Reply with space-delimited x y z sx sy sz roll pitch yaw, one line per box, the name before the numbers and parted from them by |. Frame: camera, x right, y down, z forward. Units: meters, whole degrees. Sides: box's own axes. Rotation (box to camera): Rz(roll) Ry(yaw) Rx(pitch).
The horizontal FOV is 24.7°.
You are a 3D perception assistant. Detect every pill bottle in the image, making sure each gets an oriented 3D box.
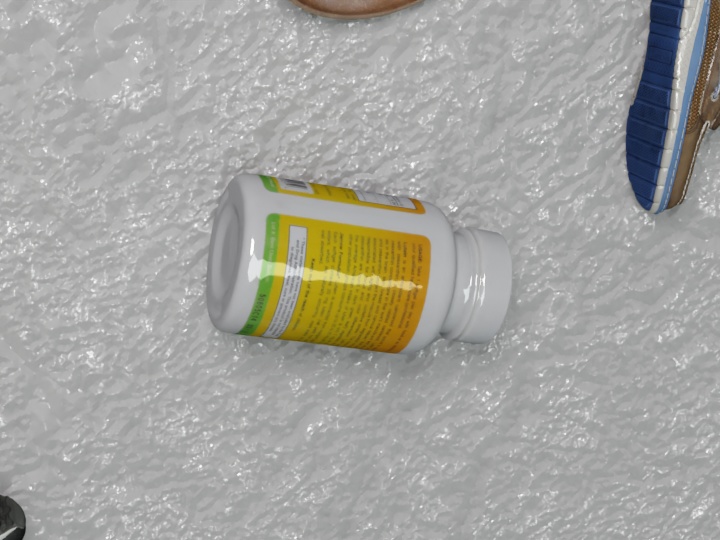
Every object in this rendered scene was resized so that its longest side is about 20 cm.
pill bottle | 0.000 0.000 1.156 0.199 0.111 0.111 8 107 -18

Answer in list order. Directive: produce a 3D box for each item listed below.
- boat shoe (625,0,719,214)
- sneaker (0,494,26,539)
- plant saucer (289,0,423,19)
boat shoe | 0.246 -0.137 1.196 0.072 0.072 0.201 2 109 -18
sneaker | -0.325 0.230 1.181 0.200 0.070 0.090 -26 129 -5
plant saucer | 0.022 -0.251 1.072 0.200 0.037 0.201 -22 148 -15
